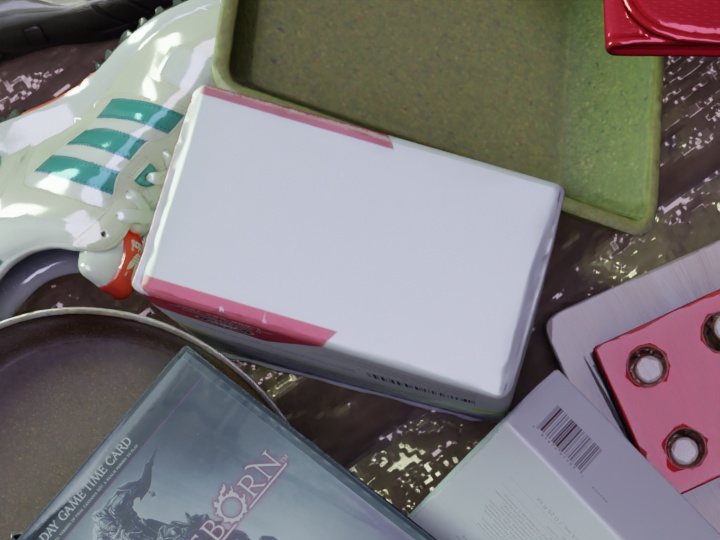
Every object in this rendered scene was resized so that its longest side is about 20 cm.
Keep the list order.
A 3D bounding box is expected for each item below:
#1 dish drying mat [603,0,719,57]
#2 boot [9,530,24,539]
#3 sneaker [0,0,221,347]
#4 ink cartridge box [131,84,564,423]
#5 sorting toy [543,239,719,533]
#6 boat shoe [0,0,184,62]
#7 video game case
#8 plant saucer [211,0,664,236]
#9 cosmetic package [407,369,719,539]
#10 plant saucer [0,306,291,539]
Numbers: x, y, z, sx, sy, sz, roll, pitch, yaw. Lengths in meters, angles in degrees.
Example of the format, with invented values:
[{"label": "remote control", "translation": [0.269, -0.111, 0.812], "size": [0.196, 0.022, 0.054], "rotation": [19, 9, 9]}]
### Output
[{"label": "dish drying mat", "translation": [0.135, -0.177, 0.979], "size": [0.076, 0.018, 0.202], "rotation": [2, 67, 4]}, {"label": "boot", "translation": [-0.063, 0.198, 0.964], "size": [0.172, 0.069, 0.202], "rotation": [-3, 67, 0]}, {"label": "sneaker", "translation": [-0.096, -0.039, 1.040], "size": [0.199, 0.070, 0.094], "rotation": [-29, 68, 5]}, {"label": "ink cartridge box", "translation": [0.000, 0.000, 0.979], "size": [0.144, 0.200, 0.084], "rotation": [15, 84, 4]}, {"label": "sorting toy", "translation": [0.206, 0.071, 1.028], "size": [0.197, 0.070, 0.201], "rotation": [-24, 85, 1]}, {"label": "boat shoe", "translation": [-0.171, -0.127, 1.064], "size": [0.198, 0.076, 0.072], "rotation": [-13, 82, -7]}, {"label": "video game case", "translation": [-0.037, 0.141, 0.941], "size": [0.199, 0.019, 0.143], "rotation": [37, 75, 15]}, {"label": "plant saucer", "translation": [0.031, -0.121, 1.012], "size": [0.198, 0.048, 0.202], "rotation": [18, 62, -22]}, {"label": "cosmetic package", "translation": [0.099, 0.160, 0.995], "size": [0.200, 0.052, 0.151], "rotation": [46, 130, 5]}, {"label": "plant saucer", "translation": [-0.107, 0.109, 1.035], "size": [0.198, 0.032, 0.202], "rotation": [3, 106, 10]}]
